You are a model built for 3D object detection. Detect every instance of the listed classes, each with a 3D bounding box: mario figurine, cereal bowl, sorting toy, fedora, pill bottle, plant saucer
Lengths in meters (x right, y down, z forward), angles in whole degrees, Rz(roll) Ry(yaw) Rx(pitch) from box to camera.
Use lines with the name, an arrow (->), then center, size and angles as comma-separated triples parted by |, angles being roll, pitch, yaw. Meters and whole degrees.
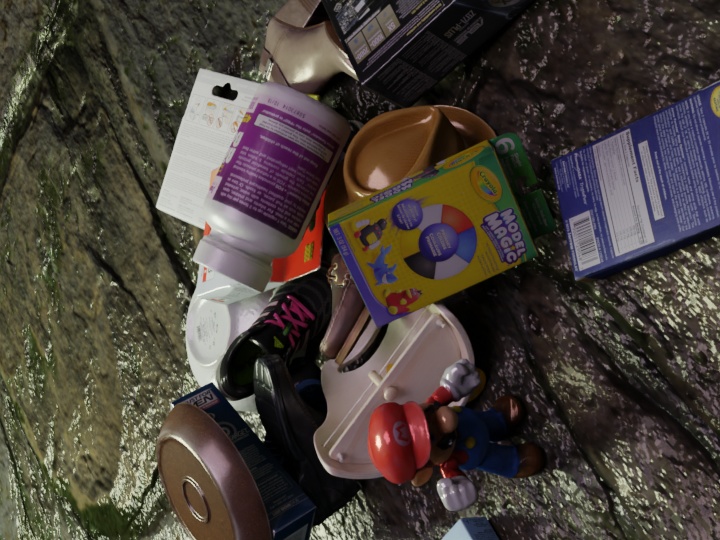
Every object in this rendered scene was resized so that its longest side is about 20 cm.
mario figurine -> 0.094, 0.149, 1.039 | 0.123, 0.199, 0.107 | 29, 106, 45
cereal bowl -> -0.156, 0.074, 1.409 | 0.199, 0.083, 0.203 | -7, 80, 46
sorting toy -> 0.027, 0.102, 1.200 | 0.201, 0.106, 0.180 | -53, 35, 8
fedora -> 0.044, -0.104, 1.153 | 0.198, 0.082, 0.203 | -10, 57, 15
pill bottle -> -0.097, -0.084, 1.188 | 0.112, 0.112, 0.202 | 21, 85, 46
plant saucer -> -0.167, 0.241, 1.230 | 0.200, 0.034, 0.202 | 34, 136, 40

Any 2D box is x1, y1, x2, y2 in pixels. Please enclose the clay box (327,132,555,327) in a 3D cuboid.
clay box -> 0.081, -0.040, 1.086 | 0.198, 0.116, 0.048 | -25, 19, 8

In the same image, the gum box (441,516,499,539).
gum box -> 0.111, 0.374, 1.106 | 0.170, 0.044, 0.201 | -54, 49, 28

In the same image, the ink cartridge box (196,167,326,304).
ink cartridge box -> -0.112, -0.059, 1.289 | 0.199, 0.050, 0.164 | -21, 58, 52

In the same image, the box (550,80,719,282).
box -> 0.264, -0.077, 1.007 | 0.199, 0.032, 0.123 | -25, 67, 45

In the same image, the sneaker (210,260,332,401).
sneaker -> -0.092, 0.074, 1.294 | 0.200, 0.074, 0.087 | -46, 10, -3

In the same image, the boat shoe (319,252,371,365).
boat shoe -> 0.000, 0.000, 1.210 | 0.201, 0.070, 0.070 | -63, 2, -15

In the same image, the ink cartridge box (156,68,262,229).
ink cartridge box -> -0.188, -0.156, 1.511 | 0.161, 0.050, 0.202 | 22, 93, 47

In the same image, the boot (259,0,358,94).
boot -> -0.052, -0.242, 1.358 | 0.147, 0.070, 0.201 | -56, 47, 35

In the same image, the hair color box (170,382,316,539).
hair color box -> -0.135, 0.231, 1.263 | 0.200, 0.060, 0.101 | 45, 142, 28

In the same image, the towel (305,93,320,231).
towel -> -0.077, -0.112, 1.366 | 0.086, 0.018, 0.203 | 15, 109, 43

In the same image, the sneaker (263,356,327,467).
sneaker -> -0.079, 0.198, 1.328 | 0.078, 0.069, 0.202 | -118, 43, -61

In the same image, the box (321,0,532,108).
box -> 0.067, -0.301, 1.191 | 0.200, 0.086, 0.165 | -39, 57, 25

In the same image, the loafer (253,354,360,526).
loafer -> -0.060, 0.176, 1.244 | 0.073, 0.072, 0.202 | 22, 134, 61

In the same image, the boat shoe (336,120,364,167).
boat shoe -> -0.013, -0.083, 1.285 | 0.074, 0.066, 0.202 | -26, 66, 43
